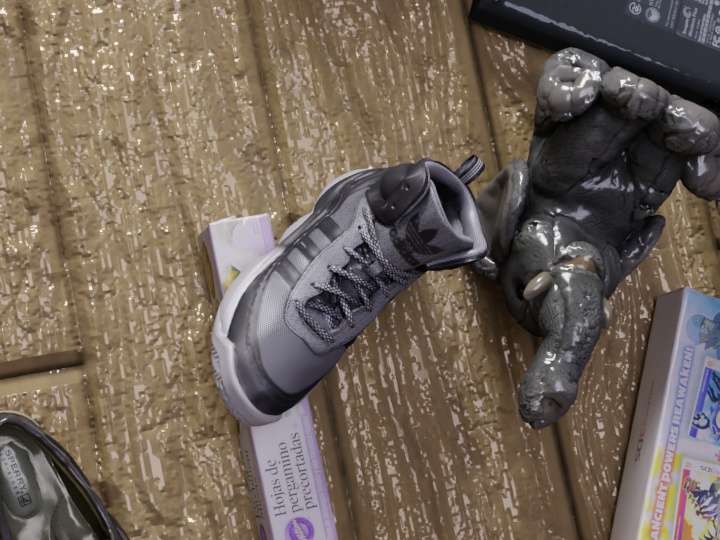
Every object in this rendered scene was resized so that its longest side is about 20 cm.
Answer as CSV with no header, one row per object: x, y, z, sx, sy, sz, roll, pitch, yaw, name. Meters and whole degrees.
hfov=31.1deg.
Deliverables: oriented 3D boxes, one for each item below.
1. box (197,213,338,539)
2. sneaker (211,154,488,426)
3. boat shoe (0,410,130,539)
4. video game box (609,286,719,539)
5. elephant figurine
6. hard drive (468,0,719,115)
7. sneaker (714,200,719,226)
-0.056,0.068,0.760,0.039,0.041,0.201,-10,84,-17,box
0.000,0.000,0.718,0.076,0.114,0.200,51,48,-19,sneaker
-0.157,0.166,0.703,0.072,0.066,0.201,-30,90,-20,boat shoe
0.260,0.132,0.830,0.182,0.047,0.201,18,76,-14,video game box
0.125,-0.024,0.785,0.141,0.155,0.201,31,101,27,elephant figurine
0.183,-0.202,0.873,0.199,0.033,0.140,18,77,-11,hard drive
0.264,-0.022,0.827,0.090,0.067,0.200,24,48,1,sneaker
